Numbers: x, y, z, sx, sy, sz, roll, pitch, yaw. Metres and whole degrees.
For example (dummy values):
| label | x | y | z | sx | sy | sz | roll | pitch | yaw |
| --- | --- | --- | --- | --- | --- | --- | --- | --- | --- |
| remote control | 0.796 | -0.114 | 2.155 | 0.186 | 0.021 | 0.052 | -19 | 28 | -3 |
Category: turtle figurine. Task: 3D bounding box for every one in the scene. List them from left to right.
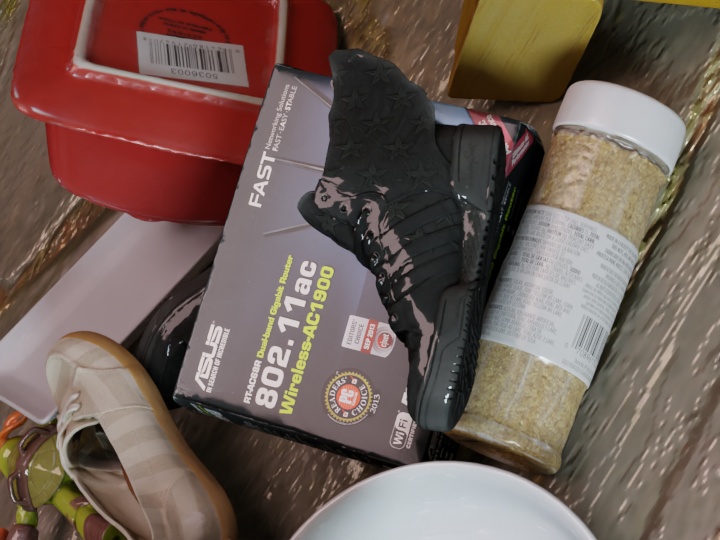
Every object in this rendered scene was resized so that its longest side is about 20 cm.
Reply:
| label | x | y | z | sx | sy | sz | roll | pitch | yaw |
| --- | --- | --- | --- | --- | --- | --- | --- | --- | --- |
| turtle figurine | -0.189 | 0.121 | 1.305 | 0.161 | 0.064 | 0.201 | 7 | 72 | 48 |

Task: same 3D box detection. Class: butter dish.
| label | x | y | z | sx | sy | sz | roll | pitch | yaw |
| --- | --- | --- | --- | --- | --- | --- | --- | --- | --- |
| butter dish | -0.124 | -0.096 | 1.303 | 0.200 | 0.199 | 0.148 | -89 | 14 | -51 |

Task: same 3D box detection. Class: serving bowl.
| label | x | y | z | sx | sy | sz | roll | pitch | yaw |
| --- | --- | --- | --- | --- | --- | --- | --- | --- | --- |
| serving bowl | 0.043 | 0.198 | 0.993 | 0.199 | 0.066 | 0.201 | -8 | 67 | 20 |

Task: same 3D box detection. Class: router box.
| label | x | y | z | sx | sy | sz | roll | pitch | yaw |
| --- | --- | --- | --- | --- | --- | --- | --- | --- | --- |
| router box | 0.000 | 0.000 | 1.111 | 0.149 | 0.062 | 0.201 | 14 | 83 | 21 |

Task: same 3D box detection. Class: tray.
| label | x | y | z | sx | sy | sz | roll | pitch | yaw |
| --- | --- | --- | --- | --- | --- | --- | --- | --- | --- |
| tray | -0.160 | 0.019 | 1.328 | 0.200 | 0.022 | 0.107 | -47 | 36 | -17 |

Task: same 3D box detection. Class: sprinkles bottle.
| label | x | y | z | sx | sy | sz | roll | pitch | yaw |
| --- | --- | --- | --- | --- | --- | --- | --- | --- | --- |
| sprinkles bottle | 0.106 | 0.003 | 1.065 | 0.068 | 0.068 | 0.201 | 10 | 74 | 49 |

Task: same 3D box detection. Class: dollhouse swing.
| label | x | y | z | sx | sy | sz | roll | pitch | yaw |
| --- | --- | --- | --- | --- | --- | --- | --- | --- | --- |
| dollhouse swing | 0.161 | -0.202 | 1.162 | 0.182 | 0.175 | 0.201 | 107 | 175 | -68 |

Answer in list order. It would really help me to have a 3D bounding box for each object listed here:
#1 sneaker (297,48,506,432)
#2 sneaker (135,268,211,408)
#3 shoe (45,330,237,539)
| label | x | y | z | sx | sy | sz | roll | pitch | yaw |
| --- | --- | --- | --- | --- | --- | --- | --- | --- | --- |
| sneaker | 0.015 | -0.017 | 1.038 | 0.104 | 0.060 | 0.201 | 7 | 67 | 11 |
| sneaker | -0.044 | 0.025 | 1.198 | 0.200 | 0.060 | 0.104 | -44 | 40 | 1 |
| shoe | -0.141 | 0.101 | 1.179 | 0.200 | 0.053 | 0.070 | 44 | 133 | 42 |
